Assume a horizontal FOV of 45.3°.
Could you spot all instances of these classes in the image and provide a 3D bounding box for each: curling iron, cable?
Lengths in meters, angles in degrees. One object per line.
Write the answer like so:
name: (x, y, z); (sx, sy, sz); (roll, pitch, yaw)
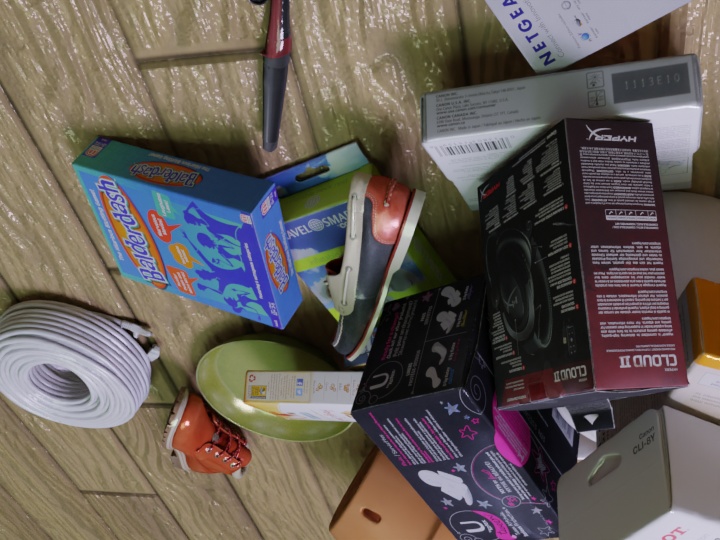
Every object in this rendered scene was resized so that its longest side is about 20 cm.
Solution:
curling iron: (-0.075, -0.175, 0.684); (0.049, 0.026, 0.202); (-21, 146, -19)
cable: (-0.352, 0.120, 1.045); (0.197, 0.070, 0.201); (20, 138, -8)

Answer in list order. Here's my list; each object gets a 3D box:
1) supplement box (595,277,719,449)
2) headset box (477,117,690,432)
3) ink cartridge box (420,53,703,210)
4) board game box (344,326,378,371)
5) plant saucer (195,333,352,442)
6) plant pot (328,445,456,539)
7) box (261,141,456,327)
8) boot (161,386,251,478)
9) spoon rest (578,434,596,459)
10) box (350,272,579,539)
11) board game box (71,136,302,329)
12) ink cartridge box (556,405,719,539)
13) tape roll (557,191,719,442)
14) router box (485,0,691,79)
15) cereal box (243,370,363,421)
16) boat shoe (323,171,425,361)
supplement box: (0.272, 0.106, 0.658); (0.124, 0.074, 0.202); (13, 138, -1)
headset box: (0.153, 0.013, 0.626); (0.076, 0.204, 0.149); (-1, 167, -16)
ink cartridge box: (0.163, -0.101, 0.684); (0.196, 0.044, 0.173); (-5, 167, 19)
board game box: (0.100, 0.073, 0.865); (0.197, 0.035, 0.135); (-16, 157, 28)
plant saucer: (-0.097, 0.136, 1.027); (0.196, 0.031, 0.202); (8, 138, 7)
plant pot: (0.053, 0.296, 1.057); (0.139, 0.201, 0.201); (33, 137, 2)
box: (-0.003, -0.019, 0.823); (0.120, 0.048, 0.201); (-17, 131, 28)
boot: (-0.188, 0.209, 1.084); (0.105, 0.076, 0.201); (15, 153, 6)
spoon rest: (0.274, 0.190, 0.957); (0.198, 0.062, 0.099); (-23, 166, 31)
box: (0.099, 0.127, 0.755); (0.113, 0.133, 0.201); (-17, 125, 32)
board game box: (-0.159, -0.034, 0.810); (0.197, 0.045, 0.154); (16, 141, 23)
ink cartridge box: (0.264, 0.196, 0.639); (0.197, 0.084, 0.146); (21, 138, -10)
tape roll: (0.269, 0.052, 0.761); (0.199, 0.141, 0.205); (7, 138, 6)
router box: (0.141, -0.243, 0.541); (0.178, 0.049, 0.200); (-24, 127, 34)
cereal box: (-0.007, 0.135, 0.908); (0.196, 0.040, 0.144); (-1, 163, 16)
boat shoe: (0.000, 0.000, 0.754); (0.062, 0.072, 0.202); (18, 134, -2)
